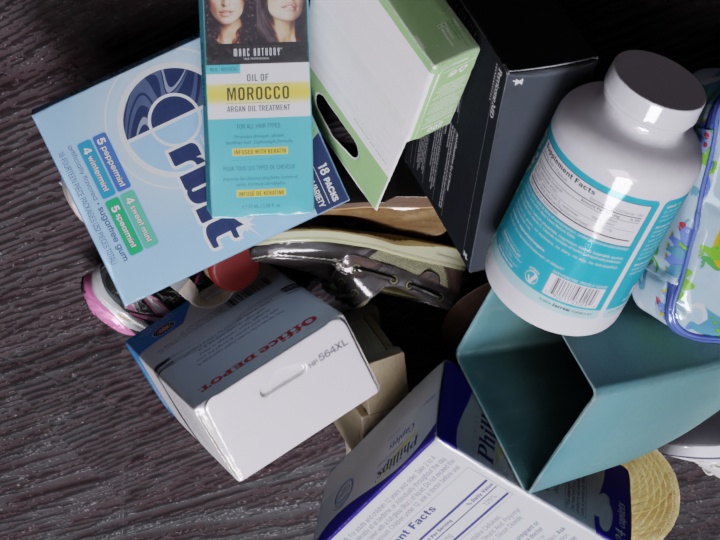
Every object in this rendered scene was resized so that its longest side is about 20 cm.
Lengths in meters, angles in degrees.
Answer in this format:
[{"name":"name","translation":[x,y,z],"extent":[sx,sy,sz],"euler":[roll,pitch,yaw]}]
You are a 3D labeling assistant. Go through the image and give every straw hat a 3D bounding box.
[{"name":"straw hat","translation":[0.183,0.169,1.566],"extent":[0.201,0.085,0.201],"euler":[4,127,5]}]

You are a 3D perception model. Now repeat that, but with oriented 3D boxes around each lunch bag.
[{"name":"lunch bag","translation":[0.298,-0.046,1.308],"extent":[0.161,0.082,0.200],"euler":[7,104,-22]}]

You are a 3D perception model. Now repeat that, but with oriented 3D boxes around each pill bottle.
[{"name":"pill bottle","translation":[0.172,-0.057,1.260],"extent":[0.111,0.111,0.200],"euler":[19,127,-7]}]

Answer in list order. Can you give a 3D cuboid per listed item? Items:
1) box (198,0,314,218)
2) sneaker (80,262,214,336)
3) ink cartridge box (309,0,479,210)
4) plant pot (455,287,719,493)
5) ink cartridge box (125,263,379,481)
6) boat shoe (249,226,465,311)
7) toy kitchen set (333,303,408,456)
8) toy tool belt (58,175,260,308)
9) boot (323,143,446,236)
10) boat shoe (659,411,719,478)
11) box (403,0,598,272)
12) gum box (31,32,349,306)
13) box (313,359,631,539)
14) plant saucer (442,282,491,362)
[{"name":"box","translation":[-0.080,-0.143,1.351],"extent":[0.082,0.049,0.200],"euler":[-3,100,-9]},{"name":"sneaker","translation":[-0.152,0.039,1.611],"extent":[0.200,0.080,0.086],"euler":[29,122,-24]},{"name":"ink cartridge box","translation":[0.012,-0.158,1.350],"extent":[0.048,0.146,0.200],"euler":[-26,160,-23]},{"name":"plant pot","translation":[0.210,0.068,1.413],"extent":[0.200,0.141,0.141],"euler":[-7,144,-28]},{"name":"ink cartridge box","translation":[-0.095,0.080,1.503],"extent":[0.146,0.200,0.084],"euler":[-33,116,-12]},{"name":"boat shoe","translation":[0.000,0.000,1.501],"extent":[0.200,0.065,0.073],"euler":[5,176,-19]},{"name":"toy kitchen set","translation":[0.056,0.096,1.622],"extent":[0.180,0.163,0.200],"euler":[-18,127,-15]},{"name":"toy tool belt","translation":[-0.177,-0.067,1.504],"extent":[0.200,0.123,0.125],"euler":[40,89,-30]},{"name":"boot","translation":[-0.014,-0.061,1.494],"extent":[0.200,0.074,0.076],"euler":[5,144,4]},{"name":"boat shoe","translation":[0.338,0.160,1.635],"extent":[0.200,0.072,0.066],"euler":[0,129,0]},{"name":"box","translation":[0.102,-0.121,1.349],"extent":[0.079,0.141,0.200],"euler":[-10,138,-17]},{"name":"gum box","translation":[-0.134,-0.091,1.400],"extent":[0.200,0.045,0.170],"euler":[-25,103,-5]},{"name":"box","translation":[0.094,0.202,1.485],"extent":[0.200,0.105,0.184],"euler":[32,126,-16]},{"name":"plant saucer","translation":[0.172,0.060,1.552],"extent":[0.200,0.035,0.200],"euler":[-3,148,-2]}]
